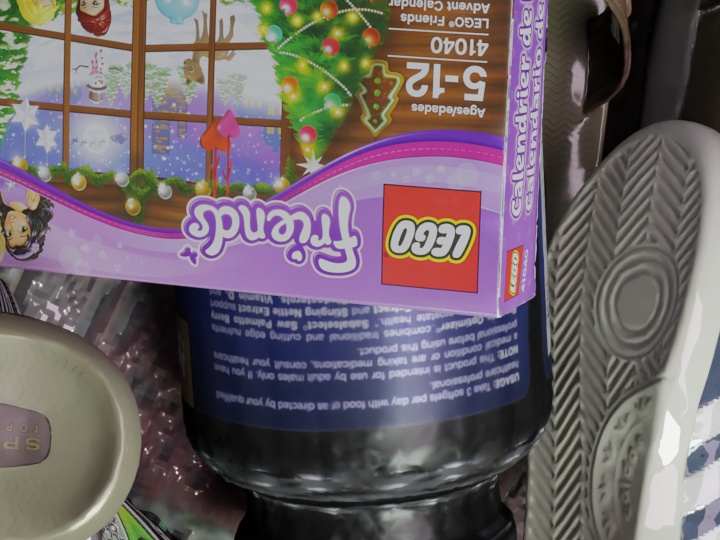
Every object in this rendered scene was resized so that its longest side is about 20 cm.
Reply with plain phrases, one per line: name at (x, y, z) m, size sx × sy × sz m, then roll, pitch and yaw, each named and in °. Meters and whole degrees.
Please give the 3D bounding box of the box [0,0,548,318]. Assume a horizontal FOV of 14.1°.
box at (-0.049, -0.067, 0.770) m, size 0.039 × 0.199 × 0.138 m, roll -24°, pitch 118°, yaw -69°

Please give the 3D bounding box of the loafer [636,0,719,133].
loafer at (0.122, -0.018, 0.934) m, size 0.073 × 0.071 × 0.202 m, roll -1°, pitch 101°, yaw -62°

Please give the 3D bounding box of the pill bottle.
pill bottle at (0.000, 0.000, 0.851) m, size 0.111 × 0.112 × 0.202 m, roll -10°, pitch 104°, yaw -30°

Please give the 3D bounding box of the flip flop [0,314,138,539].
flip flop at (-0.153, 0.044, 0.727) m, size 0.198 × 0.058 × 0.082 m, roll 3°, pitch 95°, yaw -11°

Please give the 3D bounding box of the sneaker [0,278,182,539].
sneaker at (-0.077, 0.089, 0.830) m, size 0.085 × 0.078 × 0.201 m, roll -27°, pitch 101°, yaw -24°

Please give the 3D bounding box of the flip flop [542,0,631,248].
flip flop at (0.054, -0.073, 0.902) m, size 0.081 × 0.057 × 0.202 m, roll -6°, pitch 101°, yaw -31°

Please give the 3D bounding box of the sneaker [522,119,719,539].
sneaker at (0.100, 0.057, 0.890) m, size 0.084 × 0.075 × 0.202 m, roll 9°, pitch 89°, yaw -38°
